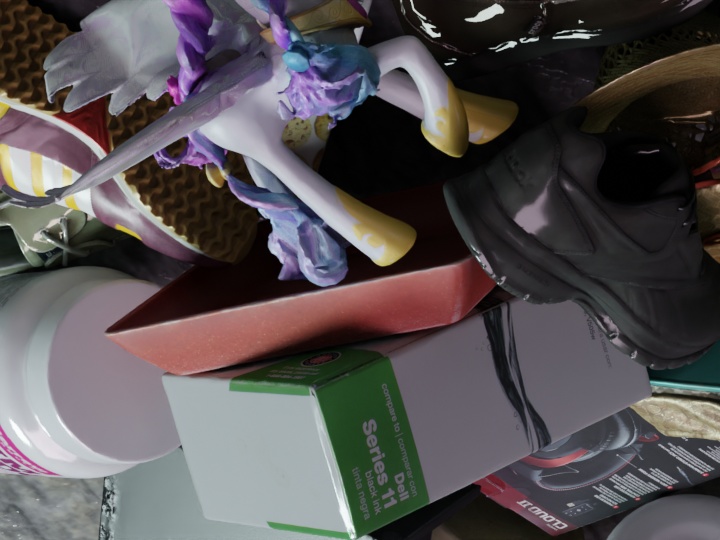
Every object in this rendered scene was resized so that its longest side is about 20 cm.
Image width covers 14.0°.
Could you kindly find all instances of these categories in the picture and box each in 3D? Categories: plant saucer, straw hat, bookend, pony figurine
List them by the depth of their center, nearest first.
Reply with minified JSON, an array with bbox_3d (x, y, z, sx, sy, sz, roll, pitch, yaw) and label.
[{"bbox_3d":[-0.053,-0.082,1.348,0.193,0.167,0.200,-36,119,18],"label":"pony figurine"},{"bbox_3d":[0.153,-0.081,1.407,0.201,0.085,0.201,-10,148,-6],"label":"straw hat"},{"bbox_3d":[0.000,0.000,1.479,0.200,0.200,0.037,-12,102,25],"label":"plant saucer"},{"bbox_3d":[-0.049,0.185,1.695,0.200,0.092,0.199,22,120,27],"label":"bookend"}]

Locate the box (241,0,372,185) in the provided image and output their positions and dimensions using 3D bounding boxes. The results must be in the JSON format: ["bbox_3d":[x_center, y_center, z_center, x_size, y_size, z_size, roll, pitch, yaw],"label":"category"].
[{"bbox_3d":[-0.025,-0.106,1.446,0.041,0.039,0.200,11,146,-7],"label":"box"}]

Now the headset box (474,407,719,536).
[{"bbox_3d":[0.123,0.069,1.651,0.200,0.075,0.149,-25,135,37],"label":"headset box"}]

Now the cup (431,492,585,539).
[{"bbox_3d":[0.064,0.197,1.776,0.200,0.200,0.143,14,123,-12],"label":"cup"}]

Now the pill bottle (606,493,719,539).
[{"bbox_3d":[0.191,0.221,1.717,0.112,0.113,0.200,3,150,5],"label":"pill bottle"}]

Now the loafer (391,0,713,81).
[{"bbox_3d":[0.092,-0.143,1.342,0.200,0.073,0.071,-21,137,33],"label":"loafer"}]

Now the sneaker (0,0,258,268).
[{"bbox_3d":[-0.144,-0.064,1.493,0.200,0.075,0.090,38,145,-15],"label":"sneaker"}]

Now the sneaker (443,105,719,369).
[{"bbox_3d":[0.128,-0.016,1.354,0.091,0.076,0.200,-42,145,21],"label":"sneaker"}]

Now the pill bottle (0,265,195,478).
[{"bbox_3d":[-0.161,0.055,1.582,0.113,0.114,0.200,23,168,-24],"label":"pill bottle"}]

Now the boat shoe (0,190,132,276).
[{"bbox_3d":[-0.165,-0.029,1.563,0.200,0.062,0.072,-11,143,23],"label":"boat shoe"}]

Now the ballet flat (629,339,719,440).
[{"bbox_3d":[0.219,0.065,1.480,0.200,0.071,0.065,13,153,39],"label":"ballet flat"}]

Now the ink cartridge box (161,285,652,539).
[{"bbox_3d":[0.025,0.058,1.476,0.200,0.083,0.146,-23,-168,-31],"label":"ink cartridge box"}]
